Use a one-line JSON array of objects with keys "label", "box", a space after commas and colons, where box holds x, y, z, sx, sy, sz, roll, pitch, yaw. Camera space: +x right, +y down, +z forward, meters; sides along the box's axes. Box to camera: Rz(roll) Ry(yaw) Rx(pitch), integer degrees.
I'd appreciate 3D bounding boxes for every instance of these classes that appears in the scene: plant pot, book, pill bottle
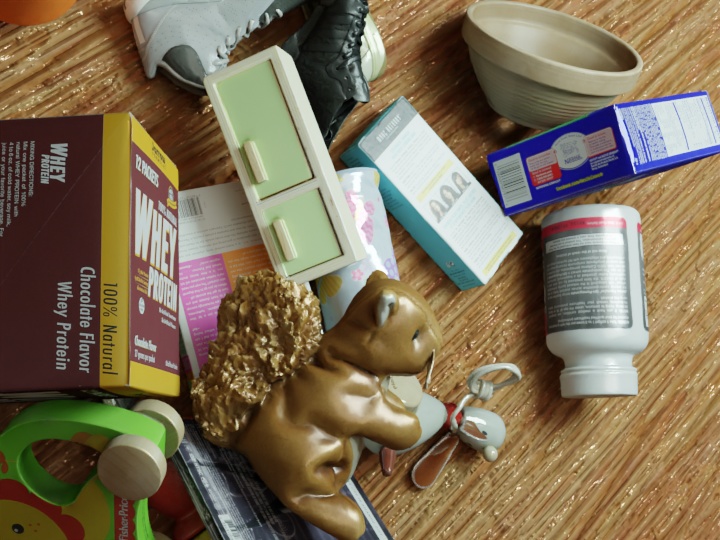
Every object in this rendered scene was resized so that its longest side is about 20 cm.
[{"label": "plant pot", "box": [0.200, -0.219, 1.013, 0.198, 0.094, 0.202, 11, 33, -7]}, {"label": "book", "box": [-0.116, 0.019, 0.863, 0.132, 0.048, 0.202, -12, 84, -26]}, {"label": "pill bottle", "box": [0.257, 0.037, 1.004, 0.109, 0.110, 0.203, 5, 78, -25]}]

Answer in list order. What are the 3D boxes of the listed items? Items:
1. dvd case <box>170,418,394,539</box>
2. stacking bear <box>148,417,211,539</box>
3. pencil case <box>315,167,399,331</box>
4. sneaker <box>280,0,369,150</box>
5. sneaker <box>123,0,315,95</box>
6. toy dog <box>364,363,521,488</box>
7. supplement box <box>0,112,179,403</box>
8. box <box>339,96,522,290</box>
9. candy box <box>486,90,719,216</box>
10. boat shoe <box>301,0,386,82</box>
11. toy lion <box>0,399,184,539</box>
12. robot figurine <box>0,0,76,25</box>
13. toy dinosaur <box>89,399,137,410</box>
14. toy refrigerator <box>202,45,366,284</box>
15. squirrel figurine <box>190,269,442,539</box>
[{"label": "dvd case", "box": [-0.066, 0.188, 0.778, 0.199, 0.016, 0.149, 13, 33, -51]}, {"label": "stacking bear", "box": [-0.113, 0.224, 0.794, 0.121, 0.114, 0.200, -42, 95, -26]}, {"label": "pencil case", "box": [0.000, 0.000, 0.901, 0.090, 0.083, 0.203, -12, 86, -27]}, {"label": "sneaker", "box": [-0.018, -0.203, 0.894, 0.104, 0.200, 0.060, 47, 22, 7]}, {"label": "sneaker", "box": [-0.120, -0.223, 0.888, 0.197, 0.075, 0.117, -12, 93, -8]}, {"label": "toy dog", "box": [0.068, 0.162, 0.889, 0.197, 0.133, 0.097, 2, 50, -17]}, {"label": "supplement box", "box": [-0.252, 0.000, 0.704, 0.197, 0.133, 0.200, -3, 79, 3]}, {"label": "box", "box": [0.076, -0.079, 0.972, 0.200, 0.049, 0.082, 47, 64, -11]}, {"label": "candy box", "box": [0.265, -0.127, 0.983, 0.199, 0.168, 0.078, -15, 89, -43]}, {"label": "boat shoe", "box": [-0.042, -0.283, 0.943, 0.063, 0.073, 0.203, -29, 101, -31]}, {"label": "toy lion", "box": [-0.237, 0.187, 0.699, 0.189, 0.069, 0.202, 9, 115, 2]}, {"label": "robot figurine", "box": [-0.275, -0.280, 0.752, 0.142, 0.200, 0.118, 11, 76, -23]}, {"label": "toy dinosaur", "box": [-0.223, 0.095, 0.797, 0.087, 0.047, 0.203, 15, 77, -30]}, {"label": "toy refrigerator", "box": [-0.067, -0.090, 0.827, 0.075, 0.070, 0.202, -20, 91, 9]}, {"label": "squirrel figurine", "box": [-0.033, 0.078, 0.753, 0.199, 0.142, 0.188, 30, 101, -4]}]
